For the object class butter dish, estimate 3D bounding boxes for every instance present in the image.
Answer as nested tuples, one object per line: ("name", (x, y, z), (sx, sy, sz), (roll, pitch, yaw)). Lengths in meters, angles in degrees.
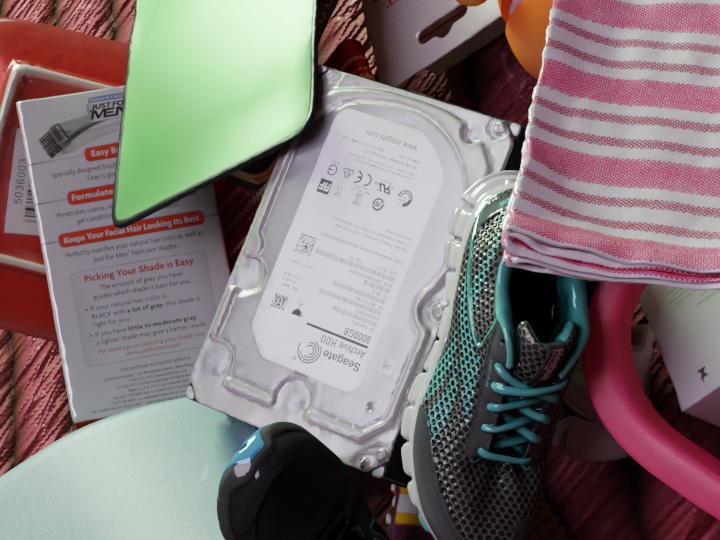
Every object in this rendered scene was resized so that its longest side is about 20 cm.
("butter dish", (-0.179, -0.043, 1.440), (0.148, 0.199, 0.200), (118, 166, -80))

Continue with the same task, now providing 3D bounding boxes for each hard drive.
("hard drive", (0.000, 0.000, 1.167), (0.140, 0.038, 0.200), (21, 88, 33))

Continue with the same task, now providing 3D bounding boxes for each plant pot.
("plant pot", (-0.095, 0.189, 1.225), (0.200, 0.196, 0.196), (-41, 45, -1))

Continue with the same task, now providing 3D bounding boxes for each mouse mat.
("mouse mat", (-0.082, -0.131, 1.265), (0.161, 0.008, 0.200), (-24, 49, 35))

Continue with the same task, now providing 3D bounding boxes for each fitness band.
("fitness band", (0.200, 0.053, 1.038), (0.200, 0.037, 0.144), (34, 111, 20))

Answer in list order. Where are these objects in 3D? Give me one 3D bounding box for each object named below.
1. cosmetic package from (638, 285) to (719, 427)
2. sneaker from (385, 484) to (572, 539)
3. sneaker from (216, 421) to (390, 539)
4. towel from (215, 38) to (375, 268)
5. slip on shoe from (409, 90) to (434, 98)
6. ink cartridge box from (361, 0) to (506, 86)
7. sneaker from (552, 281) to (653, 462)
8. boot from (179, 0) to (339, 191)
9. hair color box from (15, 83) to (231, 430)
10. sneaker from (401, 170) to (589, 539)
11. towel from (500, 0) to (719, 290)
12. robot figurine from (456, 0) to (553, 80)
("cosmetic package", (0.226, -0.035, 1.096), (0.200, 0.052, 0.151), (-37, 49, 28))
("sneaker", (0.040, 0.117, 1.199), (0.090, 0.075, 0.200), (-45, 45, 21))
("sneaker", (-0.003, 0.152, 1.110), (0.082, 0.200, 0.073), (24, 64, 44))
("towel", (-0.023, -0.033, 1.279), (0.145, 0.022, 0.200), (-49, 36, 24))
("slip on shoe", (0.011, -0.006, 1.285), (0.074, 0.061, 0.200), (22, 87, 59))
("ink cartridge box", (0.059, -0.202, 1.320), (0.117, 0.067, 0.200), (-31, 53, 34))
("sneaker", (0.096, 0.012, 1.171), (0.200, 0.075, 0.081), (48, 149, 39))
("boot", (-0.039, -0.159, 1.282), (0.138, 0.077, 0.200), (-40, 35, 45))
("hair color box", (-0.138, -0.011, 1.331), (0.064, 0.111, 0.200), (123, 137, -80))
("sneaker", (0.071, 0.049, 1.063), (0.091, 0.078, 0.200), (-177, 92, -74))
("towel", (0.151, -0.073, 1.039), (0.146, 0.030, 0.200), (5, 50, 12))
("robot figurine", (0.126, -0.182, 1.187), (0.117, 0.144, 0.200), (-25, 67, 33))
